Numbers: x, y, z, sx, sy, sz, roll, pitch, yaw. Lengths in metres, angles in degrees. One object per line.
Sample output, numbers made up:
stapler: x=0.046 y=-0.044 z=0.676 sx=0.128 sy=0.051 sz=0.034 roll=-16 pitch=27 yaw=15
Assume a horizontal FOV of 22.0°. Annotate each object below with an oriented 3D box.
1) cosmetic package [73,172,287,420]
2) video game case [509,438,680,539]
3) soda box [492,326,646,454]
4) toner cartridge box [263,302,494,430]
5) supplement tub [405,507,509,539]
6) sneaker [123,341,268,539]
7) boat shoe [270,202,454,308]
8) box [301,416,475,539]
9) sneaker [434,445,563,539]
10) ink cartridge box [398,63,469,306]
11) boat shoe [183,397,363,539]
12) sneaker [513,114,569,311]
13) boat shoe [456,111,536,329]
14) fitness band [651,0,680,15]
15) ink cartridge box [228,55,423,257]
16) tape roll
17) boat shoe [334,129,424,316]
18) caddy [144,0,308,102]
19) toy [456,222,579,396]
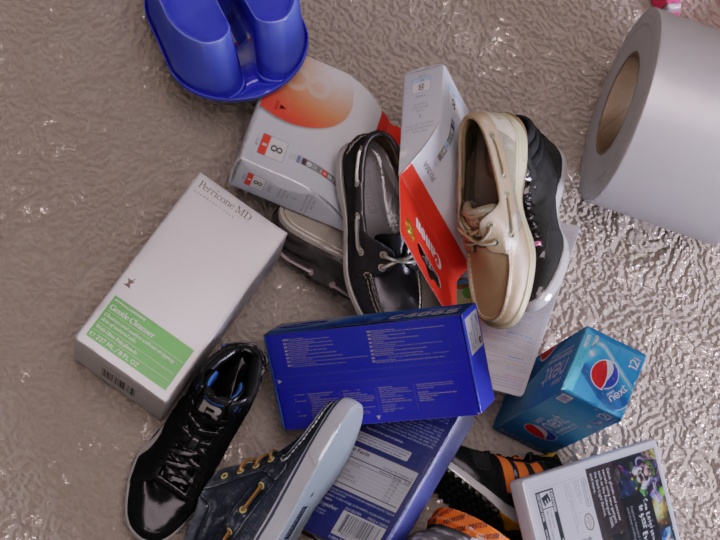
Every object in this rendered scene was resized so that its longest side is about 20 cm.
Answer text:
cosmetic package: x=-0.168 y=0.024 z=1.720 sx=0.107 sy=0.085 sz=0.200 roll=33 pitch=71 yaw=1
video game case: x=0.231 y=0.273 z=1.723 sx=0.181 sy=0.023 sz=0.201 roll=-11 pitch=86 yaw=-37
soda box: x=0.190 y=0.114 z=1.711 sx=0.064 sy=0.200 sz=0.068 roll=27 pitch=71 yaw=-7
toner cartridge box: x=0.016 y=0.088 z=1.683 sx=0.199 sy=0.043 sz=0.096 roll=-6 pitch=101 yaw=25
supplement tub: x=0.061 y=0.323 z=1.666 sx=0.122 sy=0.123 sz=0.200 roll=33 pitch=71 yaw=-2
sneaker: x=-0.152 y=0.147 z=1.673 sx=0.073 sy=0.112 sz=0.201 roll=28 pitch=69 yaw=0
boat shoe: x=0.000 y=0.000 z=1.774 sx=0.200 sy=0.057 sz=0.067 roll=34 pitch=51 yaw=2
box: x=0.023 y=0.168 z=1.708 sx=0.121 sy=0.032 sz=0.201 roll=20 pitch=71 yaw=37
sneaker: x=0.147 y=0.201 z=1.753 sx=0.200 sy=0.070 sz=0.090 roll=34 pitch=65 yaw=-6
ink cartridge box: x=0.085 y=-0.068 z=1.735 sx=0.047 sy=0.160 sz=0.201 roll=-13 pitch=48 yaw=18
boat shoe: x=-0.082 y=0.187 z=1.668 sx=0.091 sy=0.071 sz=0.201 roll=31 pitch=91 yaw=21
sneaker: x=0.148 y=-0.061 z=1.756 sx=0.099 sy=0.070 sz=0.201 roll=43 pitch=42 yaw=-40
boat shoe: x=0.116 y=-0.046 z=1.702 sx=0.065 sy=0.072 sz=0.201 roll=-2 pitch=93 yaw=-49
fitness band: x=0.375 y=-0.324 z=1.965 sx=0.143 sy=0.037 sz=0.201 roll=-4 pitch=77 yaw=-14
ink cartridge box: x=-0.012 y=-0.114 z=1.784 sx=0.199 sy=0.050 sz=0.163 roll=20 pitch=50 yaw=-3
tape roll: x=0.315 y=-0.141 z=1.813 sx=0.139 sy=0.203 sz=0.204 roll=19 pitch=71 yaw=-8
boat shoe: x=0.025 y=-0.031 z=1.710 sx=0.074 sy=0.060 sz=0.201 roll=-4 pitch=80 yaw=-25
caddy: x=-0.132 y=-0.253 z=1.788 sx=0.141 sy=0.105 sz=0.201 roll=-19 pitch=59 yaw=-9
toy: x=0.133 y=0.034 z=1.797 sx=0.115 sy=0.047 sz=0.201 roll=12 pitch=61 yaw=17
